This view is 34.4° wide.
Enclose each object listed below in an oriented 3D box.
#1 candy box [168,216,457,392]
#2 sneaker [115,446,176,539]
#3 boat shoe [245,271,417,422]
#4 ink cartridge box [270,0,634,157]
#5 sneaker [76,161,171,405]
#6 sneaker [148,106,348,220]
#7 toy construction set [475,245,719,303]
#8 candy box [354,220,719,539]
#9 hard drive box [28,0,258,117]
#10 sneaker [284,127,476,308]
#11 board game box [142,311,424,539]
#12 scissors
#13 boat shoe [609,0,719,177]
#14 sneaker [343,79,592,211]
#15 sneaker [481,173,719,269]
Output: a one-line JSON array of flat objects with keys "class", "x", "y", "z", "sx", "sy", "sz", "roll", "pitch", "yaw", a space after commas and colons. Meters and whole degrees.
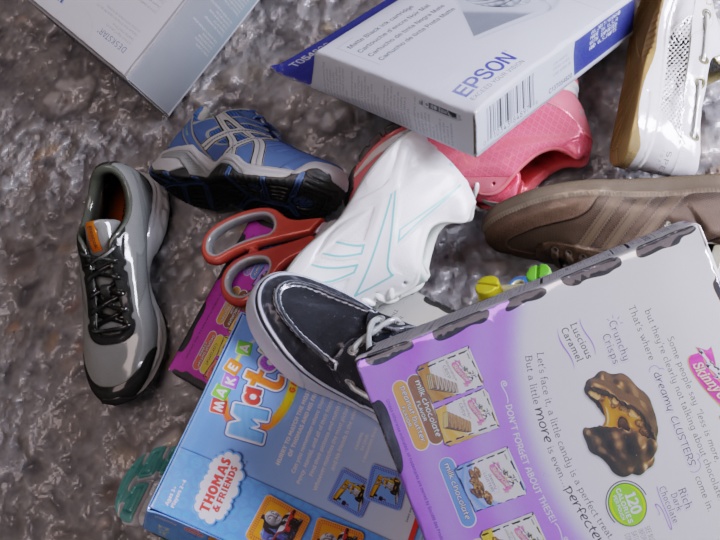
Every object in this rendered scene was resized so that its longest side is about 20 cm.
[{"class": "candy box", "x": -0.026, "y": 0.063, "z": 0.863, "sx": 0.198, "sy": 0.061, "sz": 0.138, "roll": 25, "pitch": 81, "yaw": 27}, {"class": "sneaker", "x": -0.074, "y": 0.173, "z": 0.830, "sx": 0.197, "sy": 0.092, "sz": 0.078, "roll": 1, "pitch": 52, "yaw": 29}, {"class": "boat shoe", "x": 0.016, "y": 0.058, "z": 0.727, "sx": 0.199, "sy": 0.068, "sz": 0.072, "roll": 38, "pitch": 58, "yaw": 9}, {"class": "ink cartridge box", "x": 0.065, "y": -0.174, "z": 0.847, "sx": 0.198, "sy": 0.041, "sz": 0.199, "roll": 26, "pitch": 49, "yaw": 34}, {"class": "sneaker", "x": -0.201, "y": 0.008, "z": 0.941, "sx": 0.073, "sy": 0.079, "sz": 0.204, "roll": -8, "pitch": 71, "yaw": 17}, {"class": "sneaker", "x": -0.087, "y": -0.090, "z": 0.916, "sx": 0.198, "sy": 0.076, "sz": 0.078, "roll": 13, "pitch": 70, "yaw": 38}, {"class": "toy construction set", "x": 0.151, "y": 0.049, "z": 0.745, "sx": 0.198, "sy": 0.093, "sz": 0.132, "roll": -10, "pitch": 36, "yaw": 47}, {"class": "candy box", "x": 0.120, "y": 0.088, "z": 0.642, "sx": 0.197, "sy": 0.072, "sz": 0.170, "roll": -22, "pitch": 90, "yaw": 10}, {"class": "hard drive box", "x": -0.172, "y": -0.266, "z": 1.020, "sx": 0.155, "sy": 0.077, "sz": 0.201, "roll": 39, "pitch": 89, "yaw": 27}, {"class": "sneaker", "x": 0.000, "y": 0.000, "z": 0.805, "sx": 0.080, "sy": 0.070, "sz": 0.201, "roll": 41, "pitch": 96, "yaw": 2}, {"class": "board game box", "x": -0.016, "y": 0.131, "z": 0.736, "sx": 0.197, "sy": 0.037, "sz": 0.153, "roll": 24, "pitch": 54, "yaw": -1}, {"class": "scissors", "x": -0.025, "y": -0.034, "z": 0.859, "sx": 0.197, "sy": 0.014, "sz": 0.074, "roll": -23, "pitch": 62, "yaw": 10}, {"class": "boat shoe", "x": 0.231, "y": -0.154, "z": 0.837, "sx": 0.068, "sy": 0.071, "sz": 0.203, "roll": 17, "pitch": 70, "yaw": -2}, {"class": "sneaker", "x": 0.079, "y": -0.077, "z": 0.862, "sx": 0.198, "sy": 0.074, "sz": 0.088, "roll": -26, "pitch": 67, "yaw": 11}, {"class": "sneaker", "x": 0.179, "y": -0.019, "z": 0.805, "sx": 0.196, "sy": 0.070, "sz": 0.077, "roll": -6, "pitch": 71, "yaw": 20}]
